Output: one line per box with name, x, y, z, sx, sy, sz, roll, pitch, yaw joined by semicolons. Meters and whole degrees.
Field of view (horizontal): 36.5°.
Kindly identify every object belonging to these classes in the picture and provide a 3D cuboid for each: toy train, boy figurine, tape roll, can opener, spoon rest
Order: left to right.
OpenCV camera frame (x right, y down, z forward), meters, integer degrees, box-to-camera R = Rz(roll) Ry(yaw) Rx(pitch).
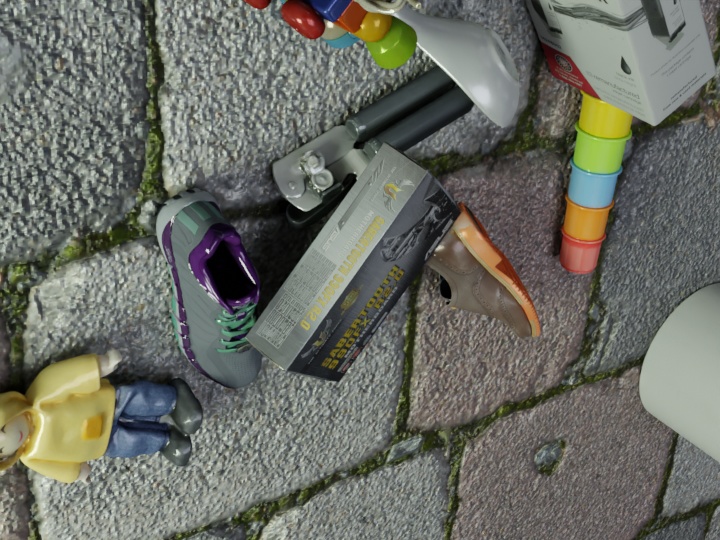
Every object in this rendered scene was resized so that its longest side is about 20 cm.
boy figurine;-0.227;0.119;0.878;0.199;0.064;0.125;6;114;-43
toy train;0.004;-0.184;0.785;0.085;0.200;0.116;-53;139;1
can opener;0.010;-0.111;0.943;0.200;0.053;0.067;-35;166;-15
spoon rest;0.074;-0.201;0.916;0.060;0.100;0.200;-25;126;21
tape roll;0.472;0.134;1.375;0.202;0.139;0.204;-18;126;-28

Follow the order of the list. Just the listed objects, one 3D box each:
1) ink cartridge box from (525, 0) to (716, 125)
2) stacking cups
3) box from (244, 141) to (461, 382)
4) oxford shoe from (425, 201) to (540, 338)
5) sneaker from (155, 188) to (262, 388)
ink cartridge box;0.211;-0.243;0.944;0.083;0.147;0.200;-40;132;-9
stacking cups;0.243;-0.092;1.121;0.060;0.060;0.201;-18;127;-29
box;0.000;0.000;0.947;0.200;0.048;0.158;-54;163;1
oxford shoe;0.118;0.013;1.091;0.073;0.071;0.200;-34;130;9
sneaker;-0.113;0.034;0.898;0.074;0.087;0.201;-30;130;-20
